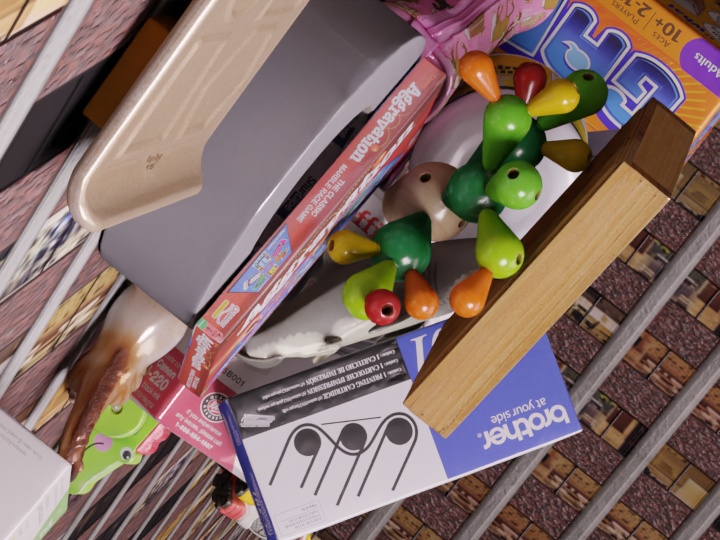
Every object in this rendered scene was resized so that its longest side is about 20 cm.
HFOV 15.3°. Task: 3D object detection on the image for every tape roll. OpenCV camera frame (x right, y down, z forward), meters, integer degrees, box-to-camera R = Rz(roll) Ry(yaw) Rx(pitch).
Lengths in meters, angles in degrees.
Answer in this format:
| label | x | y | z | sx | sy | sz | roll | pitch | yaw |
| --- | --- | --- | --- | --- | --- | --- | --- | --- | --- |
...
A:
| label | x | y | z | sx | sy | sz | roll | pitch | yaw |
| --- | --- | --- | --- | --- | --- | --- | --- | --- | --- |
| tape roll | -0.051 | -0.065 | 1.427 | 0.200 | 0.066 | 0.200 | -51 | 175 | -6 |

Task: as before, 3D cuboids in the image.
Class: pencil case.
| label | x | y | z | sx | sy | sz | roll | pitch | yaw |
| --- | --- | --- | --- | --- | --- | --- | --- | --- | --- |
| pencil case | 0.053 | -0.153 | 1.643 | 0.200 | 0.083 | 0.087 | -43 | 146 | -54 |

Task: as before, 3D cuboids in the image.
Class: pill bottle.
| label | x | y | z | sx | sy | sz | roll | pitch | yaw |
| --- | --- | --- | --- | --- | --- | --- | --- | --- | --- |
| pill bottle | 0.089 | -0.077 | 1.709 | 0.112 | 0.112 | 0.200 | -53 | -174 | 13 |

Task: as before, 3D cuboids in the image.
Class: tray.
| label | x | y | z | sx | sy | sz | roll | pitch | yaw |
| --- | --- | --- | --- | --- | --- | --- | --- | --- | --- |
| tray | 0.104 | -0.002 | 1.496 | 0.200 | 0.037 | 0.099 | -48 | -175 | 28 |

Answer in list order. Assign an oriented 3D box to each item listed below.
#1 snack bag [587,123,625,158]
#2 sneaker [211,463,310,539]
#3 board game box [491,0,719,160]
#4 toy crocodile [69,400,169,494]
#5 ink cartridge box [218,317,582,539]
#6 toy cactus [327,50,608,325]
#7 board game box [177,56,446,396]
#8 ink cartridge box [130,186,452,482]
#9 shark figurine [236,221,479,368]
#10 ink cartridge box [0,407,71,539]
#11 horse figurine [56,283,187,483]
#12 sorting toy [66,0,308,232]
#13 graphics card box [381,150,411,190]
| label | x | y | z | sx | sy | sz | roll | pitch | yaw |
| --- | --- | --- | --- | --- | --- | --- | --- | --- | --- |
| snack bag | 0.094 | -0.030 | 1.794 | 0.188 | 0.021 | 0.200 | -4 | -144 | 40 |
| sneaker | -0.007 | 0.103 | 1.794 | 0.200 | 0.082 | 0.078 | -45 | -155 | 9 |
| board game box | 0.164 | -0.147 | 1.969 | 0.200 | 0.200 | 0.200 | -54 | 174 | 22 |
| toy crocodile | -0.122 | 0.069 | 1.739 | 0.200 | 0.062 | 0.068 | -51 | 175 | -6 |
| ink cartridge box | 0.024 | 0.089 | 1.622 | 0.200 | 0.094 | 0.044 | -19 | 175 | -12 |
| toy cactus | 0.047 | -0.044 | 1.492 | 0.200 | 0.102 | 0.165 | -54 | -165 | -15 |
| board game box | -0.027 | -0.023 | 1.460 | 0.200 | 0.019 | 0.103 | -50 | 174 | -20 |
| ink cartridge box | -0.038 | 0.034 | 1.684 | 0.200 | 0.146 | 0.085 | -54 | -145 | -3 |
| shark figurine | -0.021 | 0.008 | 1.588 | 0.214 | 0.090 | 0.128 | -16 | 172 | -29 |
| ink cartridge box | -0.237 | 0.168 | 1.383 | 0.200 | 0.067 | 0.117 | -50 | 175 | -17 |
| horse figurine | -0.120 | 0.030 | 1.569 | 0.200 | 0.050 | 0.133 | -50 | -179 | 1 |
| sorting toy | -0.059 | -0.117 | 1.208 | 0.200 | 0.036 | 0.185 | -58 | 174 | 13 |
| graphics card box | -0.013 | -0.067 | 1.827 | 0.125 | 0.051 | 0.200 | -50 | 176 | -19 |
